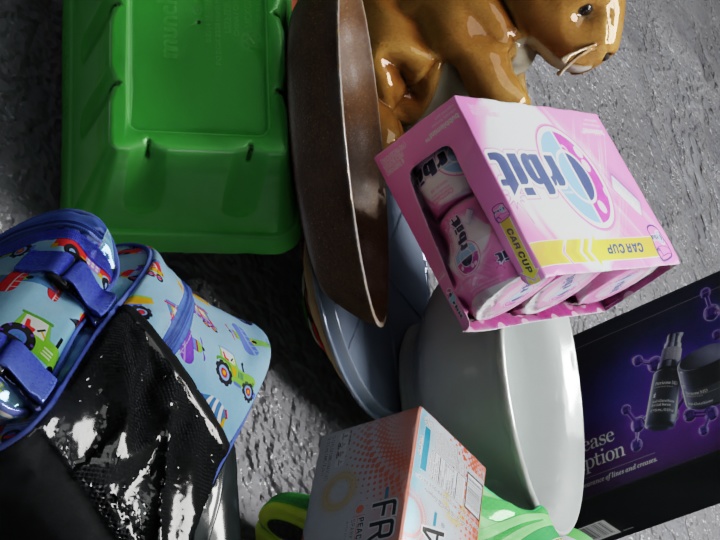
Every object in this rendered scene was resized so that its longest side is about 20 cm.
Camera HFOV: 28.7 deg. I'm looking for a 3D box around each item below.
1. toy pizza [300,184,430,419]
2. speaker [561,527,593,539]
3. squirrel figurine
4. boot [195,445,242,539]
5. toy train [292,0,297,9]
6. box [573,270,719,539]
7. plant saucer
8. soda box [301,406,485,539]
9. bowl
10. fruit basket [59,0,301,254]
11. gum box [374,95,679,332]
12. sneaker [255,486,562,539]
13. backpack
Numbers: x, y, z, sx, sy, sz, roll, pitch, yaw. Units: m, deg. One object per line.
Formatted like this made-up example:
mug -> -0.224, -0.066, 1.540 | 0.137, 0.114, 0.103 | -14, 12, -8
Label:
toy pizza -> 0.000, 0.000, 0.920 | 0.200, 0.031, 0.202 | -9, 90, -69
speaker -> 0.106, 0.250, 0.876 | 0.089, 0.088, 0.200 | 53, 32, -17
squirrel figurine -> 0.073, -0.181, 0.934 | 0.141, 0.186, 0.202 | 14, 50, -66
boot -> -0.052, 0.179, 0.699 | 0.162, 0.073, 0.200 | 32, 50, -38
toy train -> -0.022, -0.125, 0.988 | 0.199, 0.055, 0.152 | 21, 50, -49
box -> 0.221, 0.104, 1.046 | 0.079, 0.199, 0.142 | 36, 39, -37
plant saucer -> -0.012, -0.068, 0.776 | 0.200, 0.034, 0.203 | -4, 90, -83
soda box -> 0.008, 0.168, 0.672 | 0.064, 0.068, 0.201 | 44, 40, -33
bowl -> 0.083, 0.078, 0.932 | 0.201, 0.089, 0.203 | -10, 90, -70
fruit basket -> -0.094, -0.101, 0.809 | 0.154, 0.216, 0.218 | 1, 59, -13
gum box -> 0.102, -0.034, 0.837 | 0.199, 0.066, 0.114 | -4, 63, -56
sneaker -> 0.030, 0.156, 0.807 | 0.198, 0.074, 0.084 | 14, 39, -22
backpack -> -0.134, 0.056, 0.560 | 0.135, 0.181, 0.200 | 58, 27, -20
